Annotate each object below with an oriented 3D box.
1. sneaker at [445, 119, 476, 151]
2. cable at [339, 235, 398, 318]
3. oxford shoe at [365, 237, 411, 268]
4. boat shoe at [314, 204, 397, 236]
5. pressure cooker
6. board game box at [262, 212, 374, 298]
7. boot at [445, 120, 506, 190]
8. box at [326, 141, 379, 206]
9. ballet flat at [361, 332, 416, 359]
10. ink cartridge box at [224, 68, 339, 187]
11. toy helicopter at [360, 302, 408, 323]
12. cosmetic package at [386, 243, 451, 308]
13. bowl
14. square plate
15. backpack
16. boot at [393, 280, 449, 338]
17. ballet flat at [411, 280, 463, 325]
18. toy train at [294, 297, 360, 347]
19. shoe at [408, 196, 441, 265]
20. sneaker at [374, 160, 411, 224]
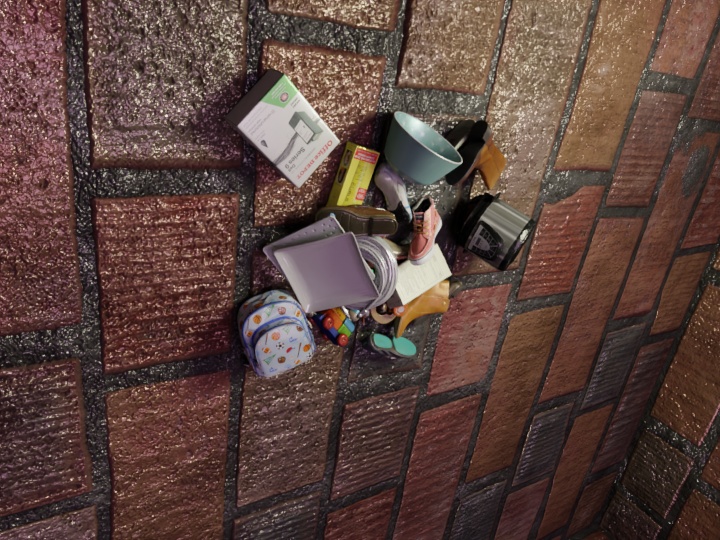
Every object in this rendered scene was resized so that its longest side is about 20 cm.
[{"bbox_3d":[0.251,-0.297,1.437,0.200,0.075,0.106,-43,131,-9],"label":"sneaker"},{"bbox_3d":[0.000,0.000,1.359,0.200,0.069,0.200,-33,96,23],"label":"cable"},{"bbox_3d":[0.081,-0.059,1.455,0.200,0.070,0.075,-16,91,-43],"label":"oxford shoe"},{"bbox_3d":[-0.013,-0.122,1.293,0.199,0.068,0.072,8,121,-14],"label":"boat shoe"},{"bbox_3d":[0.371,-0.114,1.543,0.176,0.200,0.179,-52,165,-7],"label":"pressure cooker"},{"bbox_3d":[-0.097,-0.023,1.291,0.199,0.026,0.200,-23,122,21],"label":"board game box"},{"bbox_3d":[0.309,-0.270,1.437,0.200,0.068,0.189,38,74,-55],"label":"boot"},{"bbox_3d":[-0.024,-0.204,1.316,0.075,0.050,0.201,10,108,-36],"label":"box"},{"bbox_3d":[0.080,0.227,1.612,0.200,0.073,0.073,18,103,-42],"label":"ballet flat"},{"bbox_3d":[-0.160,-0.298,1.150,0.146,0.084,0.200,-49,131,-2],"label":"ink cartridge box"},{"bbox_3d":[0.034,0.070,1.502,0.132,0.079,0.200,-35,118,-3],"label":"toy helicopter"},{"bbox_3d":[0.145,0.014,1.485,0.200,0.071,0.105,-27,94,-33],"label":"cosmetic package"},{"bbox_3d":[0.137,-0.281,1.311,0.200,0.201,0.105,12,126,-38],"label":"bowl"},{"bbox_3d":[-0.077,0.005,1.276,0.197,0.028,0.200,-13,125,15],"label":"square plate"},{"bbox_3d":[-0.210,0.150,1.322,0.200,0.154,0.191,-25,116,-17],"label":"backpack"},{"bbox_3d":[0.183,0.116,1.589,0.144,0.071,0.202,11,102,-13],"label":"boot"},{"bbox_3d":[0.229,0.096,1.658,0.200,0.046,0.067,-39,161,-4],"label":"ballet flat"},{"bbox_3d":[-0.081,0.099,1.430,0.116,0.085,0.200,-50,124,-23],"label":"toy train"},{"bbox_3d":[0.161,-0.108,1.437,0.091,0.071,0.200,63,37,-34],"label":"shoe"},{"bbox_3d":[0.093,-0.196,1.393,0.073,0.072,0.200,-61,144,-28],"label":"sneaker"}]
